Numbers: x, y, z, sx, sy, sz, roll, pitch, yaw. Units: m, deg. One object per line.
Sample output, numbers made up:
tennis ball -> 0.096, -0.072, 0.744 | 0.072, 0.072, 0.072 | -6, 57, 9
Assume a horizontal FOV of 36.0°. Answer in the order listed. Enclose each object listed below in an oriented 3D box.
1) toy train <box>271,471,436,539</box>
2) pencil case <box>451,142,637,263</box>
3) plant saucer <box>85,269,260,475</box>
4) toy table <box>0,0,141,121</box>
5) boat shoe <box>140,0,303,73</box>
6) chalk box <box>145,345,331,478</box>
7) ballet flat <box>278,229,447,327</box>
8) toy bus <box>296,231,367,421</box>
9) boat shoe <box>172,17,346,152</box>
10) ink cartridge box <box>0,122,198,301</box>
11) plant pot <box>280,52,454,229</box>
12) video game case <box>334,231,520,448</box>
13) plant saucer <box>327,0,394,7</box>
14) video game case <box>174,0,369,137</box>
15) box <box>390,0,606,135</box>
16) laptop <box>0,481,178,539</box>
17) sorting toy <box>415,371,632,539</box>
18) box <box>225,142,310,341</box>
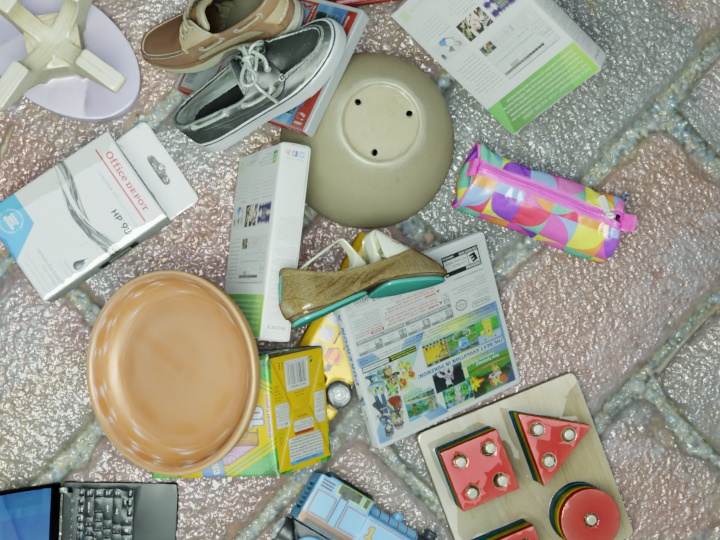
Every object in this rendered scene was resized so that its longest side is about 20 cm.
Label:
toy train -> 0.003, 0.308, 1.217 | 0.199, 0.087, 0.115 | 31, 79, -4
pencil case -> 0.205, -0.076, 1.253 | 0.199, 0.088, 0.089 | 18, 86, -4
plant saucer -> -0.182, 0.100, 1.096 | 0.199, 0.037, 0.201 | 0, 90, 26
toy table -> -0.331, -0.244, 1.186 | 0.199, 0.117, 0.185 | 23, 86, -6
boat shoe -> -0.159, -0.268, 1.191 | 0.199, 0.072, 0.076 | -12, 69, 26
chalk box -> -0.148, 0.150, 1.169 | 0.199, 0.124, 0.125 | -7, 88, 26
ballet flat -> 0.000, 0.000, 1.126 | 0.199, 0.068, 0.073 | -15, 81, -30
toy bus -> -0.015, 0.064, 1.232 | 0.078, 0.065, 0.201 | 29, 85, -4
boat shoe -> -0.108, -0.200, 1.141 | 0.199, 0.068, 0.074 | -29, 61, 18
ink cartridge box -> -0.288, -0.069, 1.207 | 0.200, 0.067, 0.116 | -36, 91, -6
plant pot -> 0.015, -0.150, 1.210 | 0.199, 0.134, 0.201 | 0, 88, -7
video game case -> 0.075, 0.073, 1.215 | 0.199, 0.022, 0.183 | -21, 101, -28
plant saucer -> 0.037, -0.349, 1.186 | 0.199, 0.200, 0.037 | -10, 69, -6
video game case -> -0.100, -0.235, 1.201 | 0.199, 0.017, 0.144 | 23, 85, 33
box -> 0.150, -0.258, 1.215 | 0.200, 0.144, 0.036 | 43, 46, -12
laptop -> -0.298, 0.319, 1.173 | 0.199, 0.103, 0.178 | 2, 88, -6
sorting toy -> 0.191, 0.243, 1.245 | 0.198, 0.070, 0.201 | -21, 90, -7
box -> -0.103, -0.027, 1.179 | 0.036, 0.144, 0.201 | 9, 86, -23
